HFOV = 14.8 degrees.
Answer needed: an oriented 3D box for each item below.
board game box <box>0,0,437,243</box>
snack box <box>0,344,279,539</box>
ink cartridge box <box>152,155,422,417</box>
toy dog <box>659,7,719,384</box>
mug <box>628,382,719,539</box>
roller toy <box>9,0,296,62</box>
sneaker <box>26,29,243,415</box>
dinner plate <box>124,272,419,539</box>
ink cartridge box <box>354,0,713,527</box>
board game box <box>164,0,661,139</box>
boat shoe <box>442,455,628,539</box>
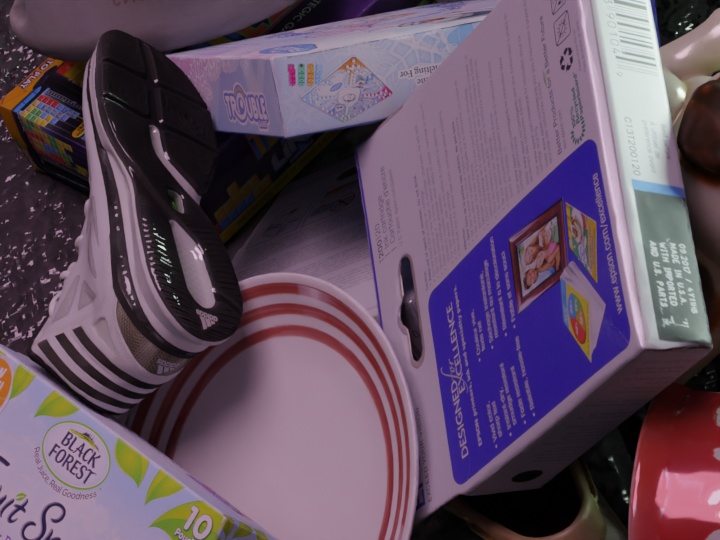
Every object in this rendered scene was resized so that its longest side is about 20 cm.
[{"bbox_3d":[-0.078,-0.115,1.555,0.165,0.057,0.200,25,61,43],"label":"board game box"},{"bbox_3d":[-0.142,0.138,1.293,0.200,0.053,0.143,31,88,44],"label":"snack box"},{"bbox_3d":[0.000,0.000,1.387,0.160,0.047,0.200,-21,23,32],"label":"ink cartridge box"},{"bbox_3d":[0.148,-0.029,1.213,0.194,0.140,0.200,-52,11,-34],"label":"toy dog"},{"bbox_3d":[0.225,0.096,1.133,0.199,0.134,0.178,-1,49,21],"label":"mug"},{"bbox_3d":[-0.110,-0.194,1.489,0.182,0.140,0.200,3,28,37],"label":"roller toy"},{"bbox_3d":[-0.126,-0.018,1.337,0.115,0.076,0.201,-40,43,29],"label":"sneaker"},{"bbox_3d":[-0.042,0.101,1.274,0.200,0.024,0.201,-14,70,40],"label":"dinner plate"},{"bbox_3d":[0.069,-0.013,1.197,0.200,0.043,0.199,-43,48,51],"label":"ink cartridge box"},{"bbox_3d":[0.018,-0.105,1.393,0.198,0.044,0.200,-11,8,-19],"label":"board game box"},{"bbox_3d":[0.064,0.083,1.269,0.074,0.066,0.200,-35,40,-9],"label":"boat shoe"}]
